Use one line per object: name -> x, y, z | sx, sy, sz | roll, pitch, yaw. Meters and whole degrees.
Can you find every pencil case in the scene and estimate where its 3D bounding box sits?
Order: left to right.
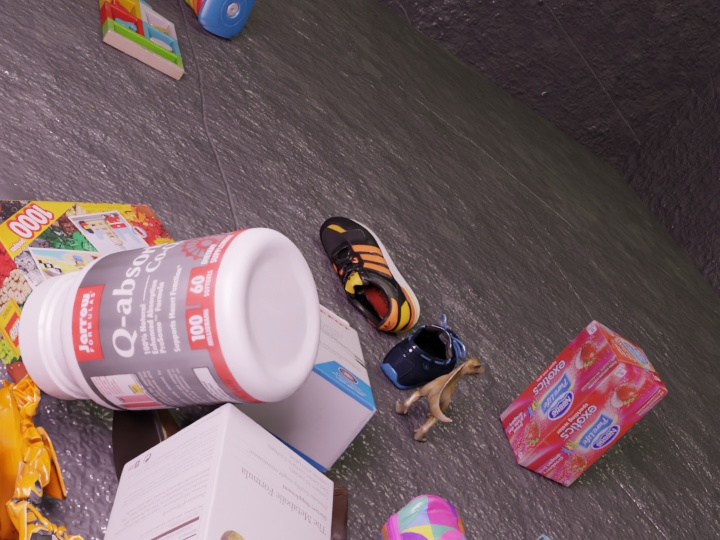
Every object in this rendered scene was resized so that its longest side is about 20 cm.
pencil case -> 0.068, 0.298, 0.779 | 0.088, 0.089, 0.201 | 30, 24, -24

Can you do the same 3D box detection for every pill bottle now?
pill bottle -> -0.138, 0.040, 0.626 | 0.116, 0.198, 0.117 | 27, 59, -58

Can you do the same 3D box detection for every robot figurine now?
robot figurine -> -0.231, 0.136, 0.563 | 0.201, 0.058, 0.145 | 57, -5, 37

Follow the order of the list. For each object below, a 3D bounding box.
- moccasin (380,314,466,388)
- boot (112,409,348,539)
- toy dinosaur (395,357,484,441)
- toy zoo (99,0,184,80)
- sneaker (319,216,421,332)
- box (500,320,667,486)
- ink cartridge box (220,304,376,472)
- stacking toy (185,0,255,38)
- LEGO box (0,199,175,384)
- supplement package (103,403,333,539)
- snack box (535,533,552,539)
moccasin -> 0.100, 0.108, 1.170 | 0.080, 0.068, 0.200 | 45, 24, 10
boot -> -0.102, 0.173, 0.755 | 0.199, 0.064, 0.188 | 3, 57, -51
toy dinosaur -> 0.089, 0.148, 1.043 | 0.058, 0.101, 0.200 | 43, 23, 7
toy zoo -> -0.350, -0.386, 1.398 | 0.130, 0.021, 0.201 | 24, 29, -35
sneaker -> 0.000, 0.000, 1.202 | 0.201, 0.070, 0.090 | 52, 23, 19
box -> 0.295, 0.180, 1.178 | 0.099, 0.200, 0.096 | 28, 25, -26
ink cartridge box -> -0.073, 0.087, 0.875 | 0.145, 0.085, 0.200 | 35, 10, -14
stacking toy -> -0.300, -0.531, 1.649 | 0.200, 0.110, 0.116 | 40, 19, 26
LEGO box -> -0.244, 0.015, 0.795 | 0.149, 0.077, 0.199 | 49, 25, 19
supplement package -> -0.094, 0.209, 0.548 | 0.114, 0.109, 0.201 | 43, 29, -29
snack box -> 0.234, 0.387, 0.932 | 0.116, 0.037, 0.201 | 36, 24, -12
